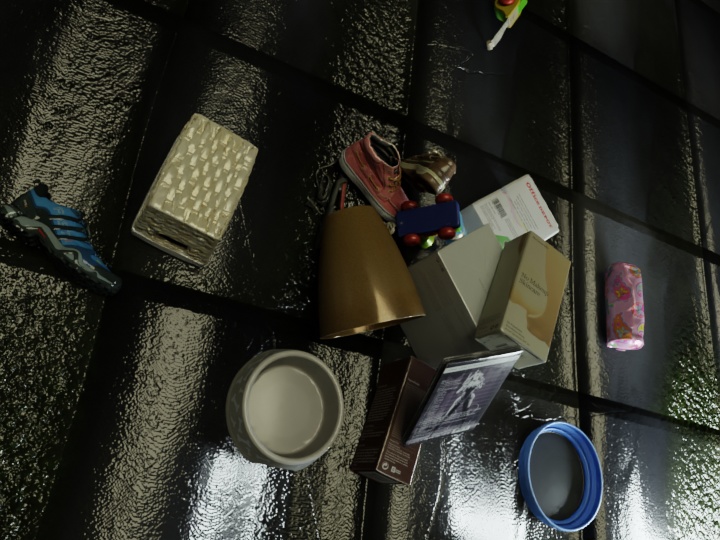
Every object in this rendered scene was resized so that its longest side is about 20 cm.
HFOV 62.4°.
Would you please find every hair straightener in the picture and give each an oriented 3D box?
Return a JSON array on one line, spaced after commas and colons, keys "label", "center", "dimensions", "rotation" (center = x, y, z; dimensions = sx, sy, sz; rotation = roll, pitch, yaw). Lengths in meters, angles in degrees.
[{"label": "hair straightener", "center": [-0.062, -0.131, 1.121], "dimensions": [0.076, 0.041, 0.203], "rotation": [18, 65, -23]}]

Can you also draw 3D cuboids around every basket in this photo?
[{"label": "basket", "center": [-0.264, -0.133, 0.963], "dimensions": [0.134, 0.123, 0.203], "rotation": [26, 62, -19]}]

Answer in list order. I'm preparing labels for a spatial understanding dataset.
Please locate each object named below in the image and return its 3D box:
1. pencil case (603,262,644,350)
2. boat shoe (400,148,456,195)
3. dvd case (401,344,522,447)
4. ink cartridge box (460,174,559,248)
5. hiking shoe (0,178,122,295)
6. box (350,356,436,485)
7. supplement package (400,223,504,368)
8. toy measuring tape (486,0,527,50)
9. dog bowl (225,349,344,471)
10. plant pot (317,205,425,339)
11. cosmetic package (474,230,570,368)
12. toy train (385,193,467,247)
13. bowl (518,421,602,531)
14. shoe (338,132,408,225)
[{"label": "pencil case", "center": [0.618, 0.083, 1.397], "dimensions": [0.086, 0.087, 0.203], "rotation": [17, 65, -23]}, {"label": "boat shoe", "center": [0.132, -0.197, 1.158], "dimensions": [0.075, 0.202, 0.075], "rotation": [-46, 114, 1]}, {"label": "dvd case", "center": [0.156, 0.198, 0.934], "dimensions": [0.146, 0.202, 0.016], "rotation": [-5, 43, -29]}, {"label": "ink cartridge box", "center": [0.316, -0.100, 1.291], "dimensions": [0.198, 0.084, 0.146], "rotation": [-28, 88, -32]}, {"label": "hiking shoe", "center": [-0.424, -0.048, 0.876], "dimensions": [0.199, 0.074, 0.087], "rotation": [41, 60, -11]}, {"label": "box", "center": [0.061, 0.259, 1.024], "dimensions": [0.074, 0.100, 0.203], "rotation": [28, 63, -17]}, {"label": "supplement package", "center": [0.176, 0.054, 1.095], "dimensions": [0.146, 0.199, 0.193], "rotation": [-26, 87, -33]}, {"label": "toy measuring tape", "center": [0.357, -0.648, 1.519], "dimensions": [0.073, 0.073, 0.201], "rotation": [38, 77, -12]}, {"label": "dog bowl", "center": [-0.115, 0.222, 0.964], "dimensions": [0.197, 0.059, 0.204], "rotation": [9, 70, -26]}, {"label": "plant pot", "center": [0.000, 0.000, 1.020], "dimensions": [0.184, 0.186, 0.204], "rotation": [-7, 79, -30]}, {"label": "cosmetic package", "center": [0.273, 0.048, 0.990], "dimensions": [0.104, 0.071, 0.202], "rotation": [32, 61, -16]}, {"label": "toy train", "center": [0.108, -0.078, 1.171], "dimensions": [0.116, 0.197, 0.086], "rotation": [35, 49, -61]}, {"label": "bowl", "center": [0.396, 0.406, 1.183], "dimensions": [0.198, 0.039, 0.204], "rotation": [9, 70, -26]}, {"label": "shoe", "center": [0.053, -0.174, 1.154], "dimensions": [0.200, 0.090, 0.072], "rotation": [44, 49, -20]}]
